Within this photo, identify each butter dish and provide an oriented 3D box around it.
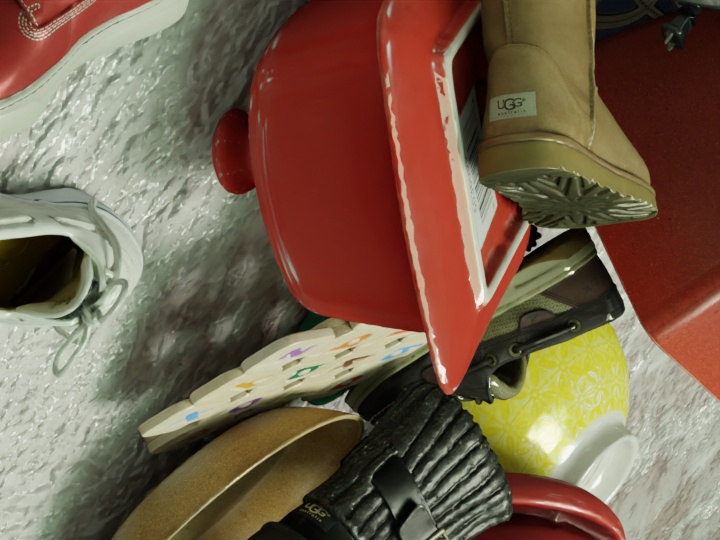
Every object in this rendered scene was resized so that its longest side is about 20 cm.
[{"bbox_3d":[-0.002,-0.062,1.283,0.200,0.147,0.201,-59,142,-61],"label":"butter dish"}]

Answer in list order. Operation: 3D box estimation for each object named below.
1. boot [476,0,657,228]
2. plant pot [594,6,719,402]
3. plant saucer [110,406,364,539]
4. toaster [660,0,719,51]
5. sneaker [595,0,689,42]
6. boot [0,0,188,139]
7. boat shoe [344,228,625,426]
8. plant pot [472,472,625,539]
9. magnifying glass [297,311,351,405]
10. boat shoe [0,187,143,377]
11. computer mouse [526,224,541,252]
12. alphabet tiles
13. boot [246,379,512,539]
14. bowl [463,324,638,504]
[{"bbox_3d":[0.102,-0.130,1.274,0.175,0.066,0.201,31,57,-69],"label":"boot"},{"bbox_3d":[0.240,-0.045,1.446,0.176,0.200,0.200,-34,141,16],"label":"plant pot"},{"bbox_3d":[-0.084,0.139,1.478,0.200,0.035,0.200,-38,164,-13],"label":"plant saucer"},{"bbox_3d":[0.175,-0.232,1.364,0.201,0.113,0.129,-66,153,-13],"label":"toaster"},{"bbox_3d":[0.186,-0.180,1.519,0.076,0.077,0.200,-26,146,-47],"label":"sneaker"},{"bbox_3d":[-0.133,-0.140,1.038,0.200,0.072,0.145,-40,153,-43],"label":"boot"},{"bbox_3d":[0.071,0.048,1.518,0.200,0.065,0.073,-37,176,39],"label":"boat shoe"},{"bbox_3d":[0.088,0.236,1.648,0.201,0.200,0.183,68,21,-62],"label":"plant pot"},{"bbox_3d":[0.000,0.000,1.498,0.079,0.022,0.201,-30,146,-40],"label":"magnifying glass"},{"bbox_3d":[-0.142,0.003,1.181,0.075,0.086,0.202,-55,155,5],"label":"boat shoe"},{"bbox_3d":[0.123,-0.055,1.569,0.200,0.044,0.110,-37,-174,-34],"label":"computer mouse"},{"bbox_3d":[-0.026,0.049,1.414,0.200,0.015,0.195,-33,167,33],"label":"alphabet tiles"},{"bbox_3d":[0.021,0.182,1.512,0.158,0.079,0.212,-41,139,-29],"label":"boot"},{"bbox_3d":[0.123,0.113,1.755,0.200,0.108,0.200,-40,152,-27],"label":"bowl"}]
